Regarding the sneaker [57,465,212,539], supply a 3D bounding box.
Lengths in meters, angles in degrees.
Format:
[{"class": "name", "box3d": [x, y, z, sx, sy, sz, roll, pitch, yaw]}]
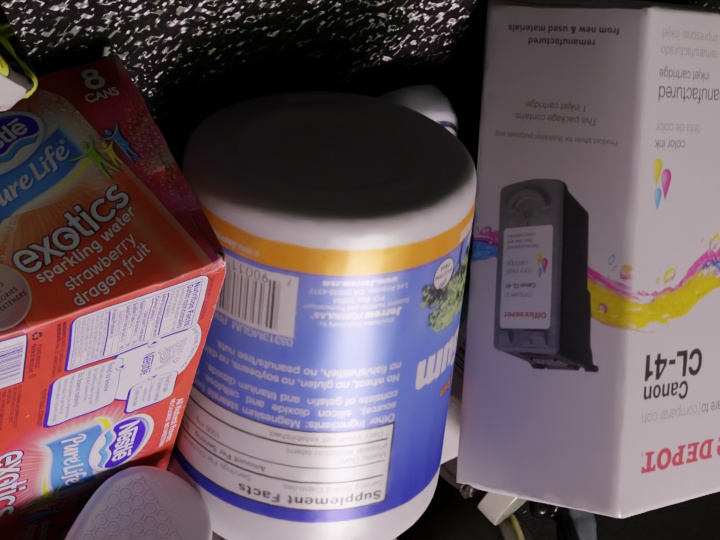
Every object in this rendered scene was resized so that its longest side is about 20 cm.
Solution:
[{"class": "sneaker", "box3d": [-0.126, 0.172, 0.709, 0.200, 0.071, 0.099, -56, 179, -35]}]

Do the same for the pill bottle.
[{"class": "pill bottle", "box3d": [-0.019, 0.041, 0.749, 0.112, 0.112, 0.201, -15, 126, -31]}]

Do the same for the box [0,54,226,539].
[{"class": "box", "box3d": [-0.125, 0.025, 0.701, 0.099, 0.096, 0.200, -19, 155, -23]}]

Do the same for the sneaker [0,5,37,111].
[{"class": "sneaker", "box3d": [-0.160, -0.069, 0.497, 0.076, 0.076, 0.200, -34, 155, 8]}]

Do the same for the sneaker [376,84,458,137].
[{"class": "sneaker", "box3d": [0.000, 0.000, 0.832, 0.073, 0.071, 0.200, -15, 153, -31]}]

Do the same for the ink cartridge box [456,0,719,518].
[{"class": "ink cartridge box", "box3d": [0.119, -0.009, 0.796, 0.085, 0.201, 0.147, 6, -173, 40]}]

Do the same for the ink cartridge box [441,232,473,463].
[{"class": "ink cartridge box", "box3d": [0.024, 0.045, 0.915, 0.200, 0.050, 0.161, -30, -163, 48]}]

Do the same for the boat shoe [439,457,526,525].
[{"class": "boat shoe", "box3d": [0.110, 0.029, 0.927, 0.201, 0.061, 0.072, -49, 166, -5]}]

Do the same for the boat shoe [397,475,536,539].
[{"class": "boat shoe", "box3d": [0.039, 0.119, 0.988, 0.072, 0.202, 0.060, -39, 136, -2]}]

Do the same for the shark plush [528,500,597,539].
[{"class": "shark plush", "box3d": [0.119, 0.063, 0.981, 0.083, 0.201, 0.091, 4, 142, 0]}]

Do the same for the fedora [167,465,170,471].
[{"class": "fedora", "box3d": [-0.128, 0.165, 0.920, 0.200, 0.201, 0.092, -31, -175, 2]}]
